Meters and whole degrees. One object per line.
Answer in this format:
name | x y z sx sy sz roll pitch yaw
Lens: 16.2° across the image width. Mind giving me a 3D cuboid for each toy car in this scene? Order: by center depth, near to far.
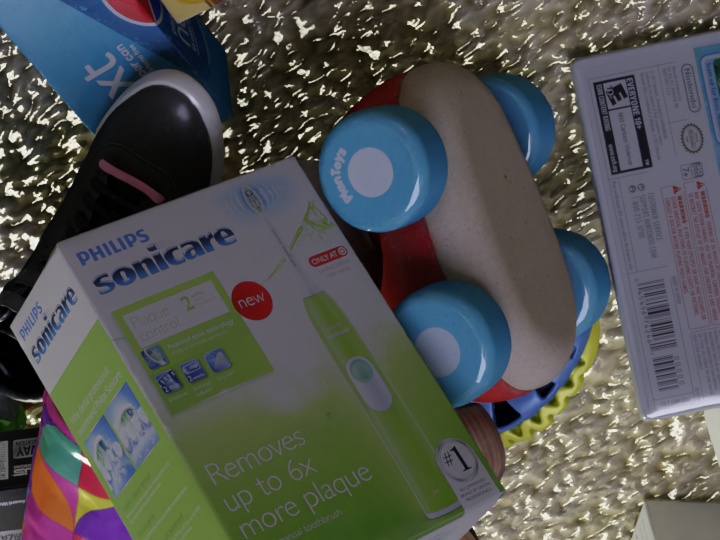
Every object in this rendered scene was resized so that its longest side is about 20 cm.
toy car | 0.000 0.000 1.339 0.199 0.184 0.178 -19 92 27

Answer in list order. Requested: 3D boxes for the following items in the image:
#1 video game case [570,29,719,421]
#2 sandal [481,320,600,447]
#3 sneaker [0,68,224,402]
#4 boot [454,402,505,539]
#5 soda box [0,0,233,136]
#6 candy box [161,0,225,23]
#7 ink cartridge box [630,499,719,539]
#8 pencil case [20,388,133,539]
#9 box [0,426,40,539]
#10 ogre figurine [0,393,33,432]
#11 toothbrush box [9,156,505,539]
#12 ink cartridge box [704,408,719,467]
video game case | 0.221 -0.034 1.374 0.181 0.024 0.201 -11 87 0
sandal | 0.055 0.067 1.482 0.200 0.080 0.087 -41 121 21
sneaker | -0.133 -0.008 1.282 0.071 0.099 0.200 33 127 0
boot | -0.010 0.148 1.361 0.154 0.074 0.200 -20 147 -18
soda box | -0.146 -0.144 1.278 0.068 0.064 0.200 -28 129 15
candy box | -0.087 -0.227 1.224 0.116 0.057 0.200 -25 130 11
ink cartridge box | 0.209 0.267 1.626 0.085 0.148 0.201 5 128 -12
pencil case | -0.130 0.135 1.304 0.088 0.089 0.201 2 131 -10
box | -0.130 0.152 1.407 0.199 0.050 0.158 -7 131 -4
ogre figurine | -0.250 0.109 1.455 0.119 0.098 0.201 5 118 2
toothbrush box | -0.051 0.066 1.208 0.145 0.201 0.086 -21 160 -34
ink cartridge box | 0.274 0.031 1.478 0.145 0.085 0.201 -11 130 0
